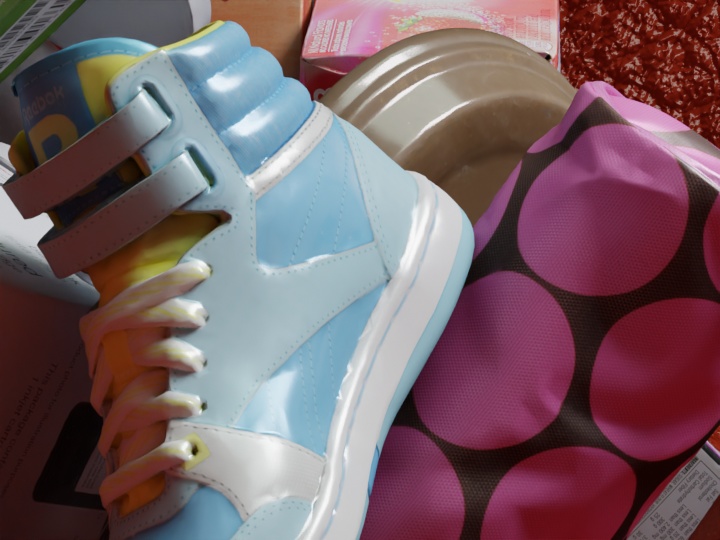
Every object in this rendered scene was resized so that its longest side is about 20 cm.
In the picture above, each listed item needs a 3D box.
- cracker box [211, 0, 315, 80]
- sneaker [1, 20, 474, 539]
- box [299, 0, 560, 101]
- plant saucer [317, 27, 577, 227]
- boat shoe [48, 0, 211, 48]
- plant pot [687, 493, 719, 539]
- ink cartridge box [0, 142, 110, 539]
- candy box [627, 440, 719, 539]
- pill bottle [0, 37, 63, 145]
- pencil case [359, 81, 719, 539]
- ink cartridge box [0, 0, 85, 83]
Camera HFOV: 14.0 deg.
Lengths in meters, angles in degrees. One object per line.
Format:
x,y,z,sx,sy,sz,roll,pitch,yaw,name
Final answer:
-0.045,-0.056,1.178,0.057,0.135,0.200,2,-10,1,cracker box
-0.056,0.019,0.745,0.131,0.079,0.200,44,44,-22,sneaker
0.030,-0.064,1.127,0.094,0.103,0.200,1,21,3,box
0.029,0.026,0.905,0.029,0.201,0.200,12,-4,40,plant saucer
-0.119,-0.151,1.003,0.200,0.072,0.068,41,42,5,boat shoe
0.196,0.094,0.920,0.200,0.196,0.201,28,8,-4,plant pot
-0.116,0.016,0.874,0.145,0.084,0.200,33,9,30,ink cartridge box
0.109,0.082,1.141,0.200,0.061,0.136,44,1,-28,candy box
-0.133,-0.046,1.099,0.111,0.112,0.200,29,8,2,pill bottle
0.046,0.051,0.819,0.094,0.200,0.091,35,5,-35,pencil case
-0.146,-0.174,0.921,0.200,0.148,0.076,49,16,3,ink cartridge box
